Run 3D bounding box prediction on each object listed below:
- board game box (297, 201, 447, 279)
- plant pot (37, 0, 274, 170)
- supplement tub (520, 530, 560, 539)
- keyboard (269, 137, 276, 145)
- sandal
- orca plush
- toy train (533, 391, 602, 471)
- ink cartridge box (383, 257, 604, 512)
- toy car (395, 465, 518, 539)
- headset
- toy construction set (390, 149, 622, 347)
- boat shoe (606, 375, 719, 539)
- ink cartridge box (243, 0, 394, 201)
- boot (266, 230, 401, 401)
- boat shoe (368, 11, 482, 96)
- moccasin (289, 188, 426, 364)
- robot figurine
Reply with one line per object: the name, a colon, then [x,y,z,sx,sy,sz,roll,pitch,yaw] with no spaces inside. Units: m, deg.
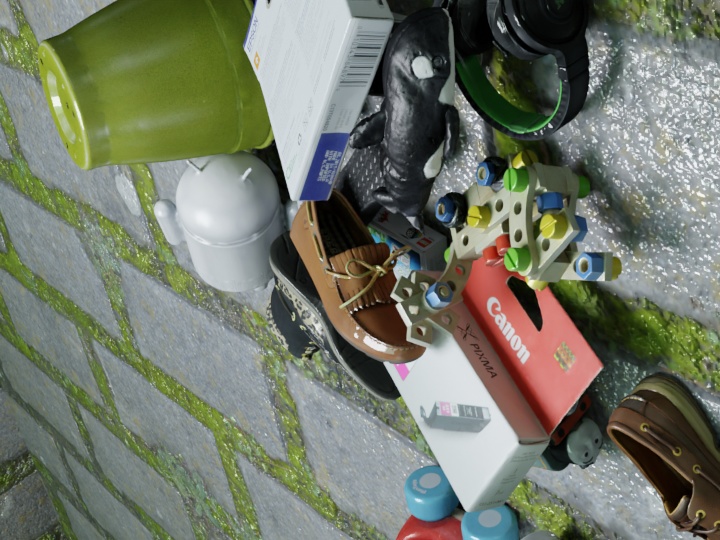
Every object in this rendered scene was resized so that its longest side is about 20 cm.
board game box: [0.011,-0.016,1.133,0.199,0.034,0.127,33,143,39]
plant pot: [-0.210,-0.190,1.120,0.201,0.191,0.202,48,151,39]
supplement tub: [0.214,0.359,1.060,0.199,0.140,0.142,36,144,34]
keyboard: [-0.061,-0.154,1.118,0.200,0.039,0.106,17,119,65]
sandal: [0.022,-0.089,1.028,0.200,0.045,0.076,-41,61,58]
orca plush: [0.021,-0.107,0.841,0.201,0.070,0.106,107,152,-61]
toy train: [0.137,0.129,1.036,0.199,0.085,0.115,-2,128,56]
ink cartridge box: [0.099,0.070,0.950,0.201,0.043,0.175,60,136,37]
toy car: [0.071,0.358,1.223,0.176,0.199,0.186,25,138,45]
headset: [0.092,-0.181,0.789,0.123,0.094,0.202,20,134,48]
toy construction set: [0.110,-0.018,0.885,0.199,0.091,0.133,-30,61,40]
boat shoe: [0.268,0.181,0.881,0.201,0.067,0.072,53,151,10]
ink cartridge box: [-0.041,-0.198,0.941,0.201,0.040,0.202,114,146,-47]
boot: [-0.028,0.066,1.178,0.204,0.073,0.154,50,158,12]
boat shoe: [0.016,-0.174,0.943,0.199,0.066,0.071,18,132,50]
moccasin: [0.002,0.000,0.995,0.078,0.073,0.202,108,147,-40]
robot figurine: [-0.140,-0.055,1.236,0.201,0.167,0.114,84,-177,-57]
